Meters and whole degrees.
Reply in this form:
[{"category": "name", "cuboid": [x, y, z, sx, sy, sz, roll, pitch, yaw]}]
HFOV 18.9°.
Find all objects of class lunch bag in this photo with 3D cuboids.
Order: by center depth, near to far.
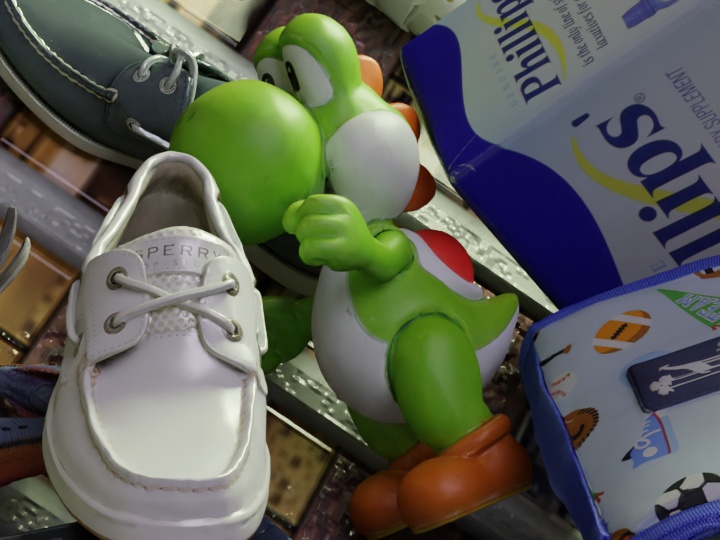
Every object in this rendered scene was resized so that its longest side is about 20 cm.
[{"category": "lunch bag", "cuboid": [0.163, 0.077, 0.762, 0.199, 0.124, 0.170, 11, 23, -12]}]

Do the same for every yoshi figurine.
[{"category": "yoshi figurine", "cuboid": [-0.015, 0.005, 0.819, 0.201, 0.112, 0.112, 70, 20, 3]}]

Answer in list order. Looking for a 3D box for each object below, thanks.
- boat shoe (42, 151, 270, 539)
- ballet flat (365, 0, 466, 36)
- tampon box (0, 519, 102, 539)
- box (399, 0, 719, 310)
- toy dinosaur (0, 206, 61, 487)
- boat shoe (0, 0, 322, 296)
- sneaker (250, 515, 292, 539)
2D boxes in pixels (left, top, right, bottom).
[{"category": "boat shoe", "cuboid": [-0.066, 0.018, 0.703, 0.071, 0.070, 0.200, 5, 25, -12]}, {"category": "ballet flat", "cuboid": [0.067, -0.125, 1.016, 0.199, 0.076, 0.064, 13, 67, -19]}, {"category": "tampon box", "cuboid": [-0.094, 0.193, 0.639, 0.149, 0.126, 0.201, -6, 60, -36]}, {"category": "box", "cuboid": [0.152, -0.062, 0.876, 0.184, 0.200, 0.105, 46, 17, -35]}, {"category": "toy dinosaur", "cuboid": [-0.175, 0.071, 0.744, 0.181, 0.105, 0.201, 16, 83, -33]}, {"category": "boat shoe", "cuboid": [-0.069, -0.070, 0.895, 0.200, 0.062, 0.073, 37, 45, -2]}, {"category": "sneaker", "cuboid": [-0.021, 0.162, 0.752, 0.074, 0.082, 0.200, -33, 57, -17]}]
